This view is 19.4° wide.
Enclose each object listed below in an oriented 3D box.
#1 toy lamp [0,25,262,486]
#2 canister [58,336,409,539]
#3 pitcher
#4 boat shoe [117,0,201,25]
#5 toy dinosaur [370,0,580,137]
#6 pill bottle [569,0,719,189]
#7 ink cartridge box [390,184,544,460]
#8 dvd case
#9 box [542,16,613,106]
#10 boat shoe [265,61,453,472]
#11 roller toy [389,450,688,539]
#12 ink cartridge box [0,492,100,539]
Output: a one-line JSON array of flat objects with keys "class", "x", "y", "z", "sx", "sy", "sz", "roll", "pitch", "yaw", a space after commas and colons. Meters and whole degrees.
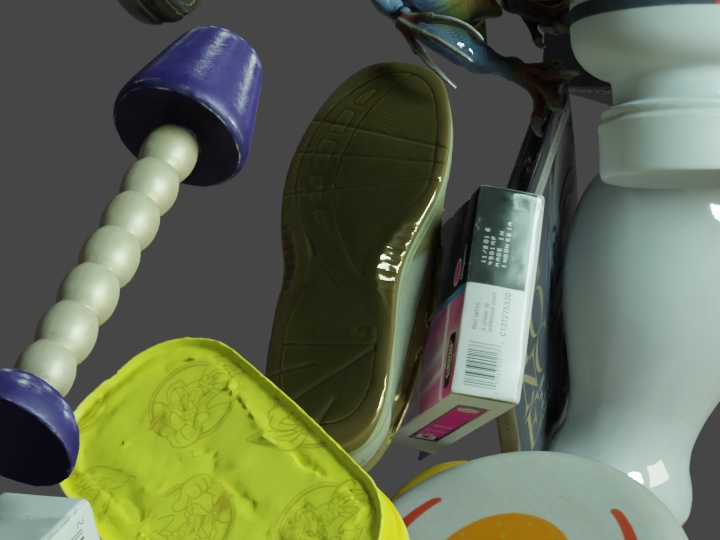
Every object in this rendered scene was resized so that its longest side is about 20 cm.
[{"class": "toy lamp", "x": -0.089, "y": -0.014, "z": 0.780, "sx": 0.200, "sy": 0.058, "sz": 0.058, "roll": -63, "pitch": 144, "yaw": -38}, {"class": "canister", "x": -0.022, "y": 0.134, "z": 0.826, "sx": 0.087, "sy": 0.149, "sz": 0.200, "roll": -41, "pitch": 139, "yaw": -11}, {"class": "pitcher", "x": 0.163, "y": 0.021, "z": 1.183, "sx": 0.172, "sy": 0.121, "sz": 0.200, "roll": -99, "pitch": -159, "yaw": -73}, {"class": "boat shoe", "x": -0.055, "y": -0.192, "z": 0.817, "sx": 0.074, "sy": 0.073, "sz": 0.200, "roll": 36, "pitch": 59, "yaw": -59}, {"class": "toy dinosaur", "x": 0.021, "y": -0.130, "z": 0.994, "sx": 0.181, "sy": 0.200, "sz": 0.105, "roll": 23, "pitch": 72, "yaw": -23}, {"class": "pill bottle", "x": 0.155, "y": -0.141, "z": 0.967, "sx": 0.120, "sy": 0.119, "sz": 0.200, "roll": 6, "pitch": 83, "yaw": -64}, {"class": "ink cartridge box", "x": 0.042, "y": 0.030, "z": 0.997, "sx": 0.200, "sy": 0.037, "sz": 0.095, "roll": 124, "pitch": -25, "yaw": -75}, {"class": "dvd case", "x": 0.098, "y": 0.019, "z": 1.159, "sx": 0.200, "sy": 0.016, "sz": 0.149, "roll": 78, "pitch": 26, "yaw": -46}, {"class": "box", "x": 0.235, "y": -0.155, "z": 1.267, "sx": 0.200, "sy": 0.196, "sz": 0.118, "roll": 5, "pitch": 88, "yaw": -63}, {"class": "boat shoe", "x": 0.000, "y": 0.000, "z": 0.953, "sx": 0.066, "sy": 0.074, "sz": 0.200, "roll": 74, "pitch": 28, "yaw": -60}, {"class": "roller toy", "x": 0.077, "y": 0.180, "z": 0.977, "sx": 0.200, "sy": 0.182, "sz": 0.140, "roll": -64, "pitch": 144, "yaw": -40}, {"class": "ink cartridge box", "x": -0.128, "y": 0.206, "z": 0.720, "sx": 0.176, "sy": 0.045, "sz": 0.200, "roll": -48, "pitch": 132, "yaw": -54}]
